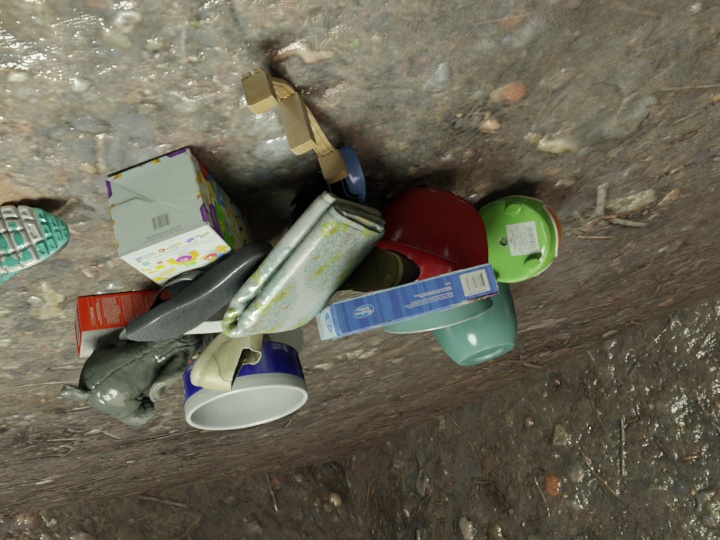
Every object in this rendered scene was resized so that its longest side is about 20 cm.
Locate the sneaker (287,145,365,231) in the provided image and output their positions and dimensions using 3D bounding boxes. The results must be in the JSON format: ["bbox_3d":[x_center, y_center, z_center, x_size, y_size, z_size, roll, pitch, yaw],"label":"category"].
[{"bbox_3d":[-0.048,-0.087,0.876,0.078,0.070,0.200,-18,161,-18],"label":"sneaker"}]

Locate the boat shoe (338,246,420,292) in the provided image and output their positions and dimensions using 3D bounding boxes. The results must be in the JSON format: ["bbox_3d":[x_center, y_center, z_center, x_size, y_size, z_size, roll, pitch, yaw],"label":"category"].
[{"bbox_3d":[0.001,-0.001,0.935,0.066,0.072,0.201,11,177,-38],"label":"boat shoe"}]

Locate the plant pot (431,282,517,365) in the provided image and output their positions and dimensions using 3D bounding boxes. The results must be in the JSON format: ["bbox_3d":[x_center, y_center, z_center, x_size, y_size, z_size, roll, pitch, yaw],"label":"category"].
[{"bbox_3d":[0.244,0.110,1.457,0.200,0.161,0.201,-15,158,-6],"label":"plant pot"}]

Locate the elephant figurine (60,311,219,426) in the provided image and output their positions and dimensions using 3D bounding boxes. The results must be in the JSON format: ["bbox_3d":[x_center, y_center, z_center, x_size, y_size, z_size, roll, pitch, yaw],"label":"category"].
[{"bbox_3d":[-0.299,0.121,0.986,0.200,0.155,0.142,-34,120,7],"label":"elephant figurine"}]

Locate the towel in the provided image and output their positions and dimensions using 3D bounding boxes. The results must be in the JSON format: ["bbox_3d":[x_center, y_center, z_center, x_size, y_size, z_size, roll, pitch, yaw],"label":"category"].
[{"bbox_3d":[-0.064,-0.003,0.811,0.200,0.048,0.171,-50,162,11],"label":"towel"}]

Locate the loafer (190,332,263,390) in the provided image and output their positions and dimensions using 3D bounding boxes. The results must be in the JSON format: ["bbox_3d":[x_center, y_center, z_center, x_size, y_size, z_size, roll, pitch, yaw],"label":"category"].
[{"bbox_3d":[-0.173,0.104,1.019,0.200,0.068,0.076,-55,171,-30],"label":"loafer"}]

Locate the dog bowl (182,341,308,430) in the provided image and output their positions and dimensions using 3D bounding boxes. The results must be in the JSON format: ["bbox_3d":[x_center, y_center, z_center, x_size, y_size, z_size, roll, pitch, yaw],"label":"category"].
[{"bbox_3d":[-0.192,0.193,1.120,0.200,0.079,0.200,-12,154,-6],"label":"dog bowl"}]

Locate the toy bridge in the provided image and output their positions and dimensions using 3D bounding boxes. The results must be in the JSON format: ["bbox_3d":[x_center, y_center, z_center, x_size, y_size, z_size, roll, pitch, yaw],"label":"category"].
[{"bbox_3d":[-0.066,-0.154,0.702,0.027,0.067,0.200,-23,159,14],"label":"toy bridge"}]

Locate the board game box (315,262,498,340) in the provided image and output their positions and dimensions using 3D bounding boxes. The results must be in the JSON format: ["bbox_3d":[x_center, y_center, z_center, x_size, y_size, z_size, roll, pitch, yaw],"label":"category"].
[{"bbox_3d":[0.050,0.045,0.881,0.199,0.043,0.199,-14,176,-11],"label":"board game box"}]

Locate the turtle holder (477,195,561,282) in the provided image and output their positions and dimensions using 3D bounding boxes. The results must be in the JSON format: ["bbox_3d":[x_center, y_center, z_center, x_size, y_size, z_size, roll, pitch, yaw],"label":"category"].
[{"bbox_3d":[0.246,-0.045,1.119,0.132,0.141,0.186,-18,159,-49],"label":"turtle holder"}]

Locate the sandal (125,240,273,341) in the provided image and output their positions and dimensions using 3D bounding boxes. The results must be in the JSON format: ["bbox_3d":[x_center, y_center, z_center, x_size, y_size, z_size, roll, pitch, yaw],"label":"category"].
[{"bbox_3d":[-0.188,0.023,0.799,0.200,0.043,0.076,-32,158,3],"label":"sandal"}]

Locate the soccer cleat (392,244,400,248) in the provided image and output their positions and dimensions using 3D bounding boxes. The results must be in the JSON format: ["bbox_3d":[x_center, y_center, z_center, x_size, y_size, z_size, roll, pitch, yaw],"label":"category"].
[{"bbox_3d":[0.024,-0.032,1.089,0.200,0.068,0.081,-14,146,-22],"label":"soccer cleat"}]

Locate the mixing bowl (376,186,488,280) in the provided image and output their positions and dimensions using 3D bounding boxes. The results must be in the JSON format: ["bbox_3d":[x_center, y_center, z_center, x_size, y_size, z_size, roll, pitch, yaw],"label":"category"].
[{"bbox_3d":[0.103,-0.052,0.976,0.200,0.109,0.200,19,169,4],"label":"mixing bowl"}]

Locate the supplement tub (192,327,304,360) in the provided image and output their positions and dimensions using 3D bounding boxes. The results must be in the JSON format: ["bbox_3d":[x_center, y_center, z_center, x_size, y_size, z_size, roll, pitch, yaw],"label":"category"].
[{"bbox_3d":[-0.214,0.143,1.236,0.200,0.123,0.122,-27,157,22],"label":"supplement tub"}]

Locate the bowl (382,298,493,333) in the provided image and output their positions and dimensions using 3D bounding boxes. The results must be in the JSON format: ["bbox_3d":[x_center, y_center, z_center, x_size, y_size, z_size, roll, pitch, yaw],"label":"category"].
[{"bbox_3d":[0.124,0.031,1.195,0.200,0.105,0.201,-15,-173,2],"label":"bowl"}]

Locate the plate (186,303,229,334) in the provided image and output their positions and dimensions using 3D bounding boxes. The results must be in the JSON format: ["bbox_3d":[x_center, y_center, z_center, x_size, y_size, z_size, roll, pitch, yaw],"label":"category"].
[{"bbox_3d":[-0.171,0.040,0.938,0.199,0.032,0.200,-7,-161,41],"label":"plate"}]

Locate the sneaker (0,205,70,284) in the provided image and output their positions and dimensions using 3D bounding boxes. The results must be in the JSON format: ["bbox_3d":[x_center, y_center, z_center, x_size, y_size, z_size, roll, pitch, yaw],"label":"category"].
[{"bbox_3d":[-0.420,-0.019,0.777,0.199,0.078,0.091,-16,174,5],"label":"sneaker"}]

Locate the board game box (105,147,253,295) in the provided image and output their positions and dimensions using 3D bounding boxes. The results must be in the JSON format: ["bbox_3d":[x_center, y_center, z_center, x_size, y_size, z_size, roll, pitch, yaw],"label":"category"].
[{"bbox_3d":[-0.204,-0.042,0.819,0.105,0.103,0.200,-20,158,3],"label":"board game box"}]

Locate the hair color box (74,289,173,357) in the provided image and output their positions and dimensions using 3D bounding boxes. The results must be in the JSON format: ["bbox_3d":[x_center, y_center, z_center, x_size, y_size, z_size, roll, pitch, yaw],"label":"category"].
[{"bbox_3d":[-0.339,0.079,1.065,0.200,0.061,0.102,-5,154,-28],"label":"hair color box"}]
